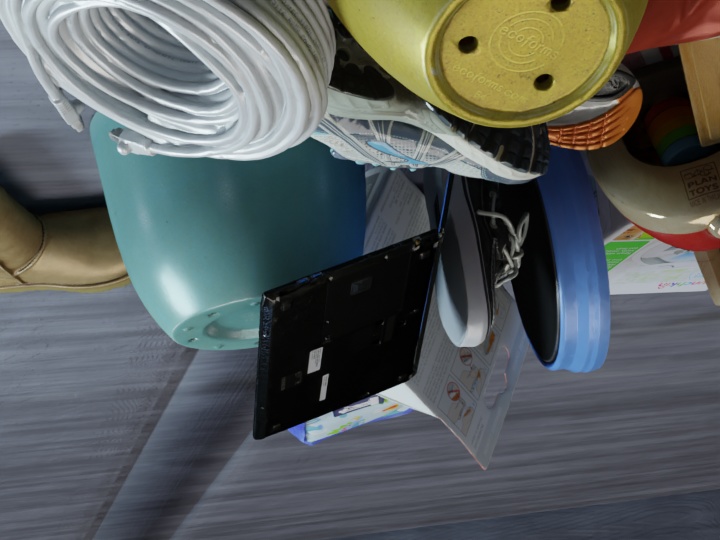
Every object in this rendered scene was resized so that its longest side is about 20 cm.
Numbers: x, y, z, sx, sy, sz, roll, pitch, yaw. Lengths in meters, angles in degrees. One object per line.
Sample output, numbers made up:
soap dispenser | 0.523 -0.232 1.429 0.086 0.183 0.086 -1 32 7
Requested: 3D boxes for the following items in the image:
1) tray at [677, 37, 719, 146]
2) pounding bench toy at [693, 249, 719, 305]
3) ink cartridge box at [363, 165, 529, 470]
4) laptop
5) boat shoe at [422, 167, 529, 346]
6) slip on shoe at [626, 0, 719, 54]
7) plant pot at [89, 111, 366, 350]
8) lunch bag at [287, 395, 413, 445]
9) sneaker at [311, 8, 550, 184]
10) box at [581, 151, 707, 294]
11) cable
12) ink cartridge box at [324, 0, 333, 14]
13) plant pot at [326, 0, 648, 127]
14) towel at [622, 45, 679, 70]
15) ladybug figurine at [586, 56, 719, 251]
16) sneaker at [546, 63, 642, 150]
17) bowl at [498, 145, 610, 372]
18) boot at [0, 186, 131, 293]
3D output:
tray | 0.249 -0.166 1.166 0.098 0.037 0.201 -13 141 11
pounding bench toy | 0.357 -0.075 1.415 0.199 0.125 0.155 -34 -163 -32
ink cartridge box | 0.048 0.040 1.442 0.047 0.161 0.200 -19 125 40
laptop | 0.000 0.000 1.247 0.198 0.104 0.178 -20 148 -19
boat shoe | 0.091 -0.022 1.389 0.067 0.200 0.074 4 130 -10
slip on shoe | 0.148 -0.150 1.088 0.198 0.062 0.074 -4 139 -18
plant pot | -0.084 -0.037 1.302 0.198 0.163 0.201 -10 163 -3
lunch bag | 0.006 0.056 1.578 0.200 0.127 0.170 -46 165 -12
sneaker | 0.026 -0.099 1.131 0.199 0.078 0.086 20 147 -23
box | 0.254 -0.053 1.557 0.198 0.098 0.176 -2 159 -28
cable | -0.105 -0.135 0.999 0.198 0.070 0.200 12 154 26
ink cartridge box | 0.049 -0.191 1.085 0.198 0.045 0.176 -6 164 -14
plant pot | 0.070 -0.156 0.917 0.198 0.143 0.201 -6 137 -6
towel | 0.239 -0.192 1.229 0.198 0.023 0.144 -16 160 14
ladybug figurine | 0.232 -0.079 1.296 0.134 0.201 0.072 -16 127 8
sneaker | 0.080 -0.125 1.205 0.198 0.092 0.076 3 121 -11
bowl | 0.147 -0.018 1.421 0.039 0.203 0.201 -9 163 -6
boot | -0.256 -0.035 1.376 0.173 0.067 0.200 -13 161 8
